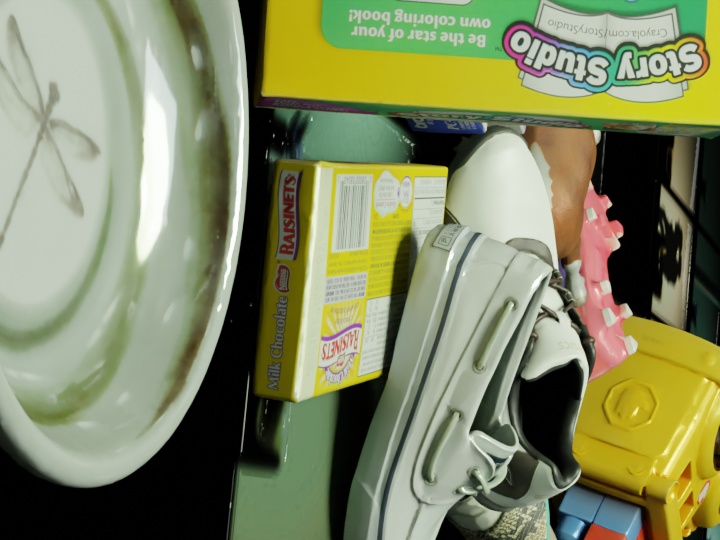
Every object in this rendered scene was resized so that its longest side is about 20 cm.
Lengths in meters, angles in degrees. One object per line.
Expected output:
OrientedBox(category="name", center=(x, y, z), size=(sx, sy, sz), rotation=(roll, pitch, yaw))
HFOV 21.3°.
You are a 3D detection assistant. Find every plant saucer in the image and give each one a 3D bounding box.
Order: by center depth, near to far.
OrientedBox(category="plant saucer", center=(-0.091, -0.037, 0.575), size=(0.200, 0.050, 0.202), rotation=(3, 90, -72))

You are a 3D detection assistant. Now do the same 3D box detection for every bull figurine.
OrientedBox(category="bull figurine", center=(0.108, -0.050, 1.159), size=(0.122, 0.065, 0.201), rotation=(66, 34, -60))

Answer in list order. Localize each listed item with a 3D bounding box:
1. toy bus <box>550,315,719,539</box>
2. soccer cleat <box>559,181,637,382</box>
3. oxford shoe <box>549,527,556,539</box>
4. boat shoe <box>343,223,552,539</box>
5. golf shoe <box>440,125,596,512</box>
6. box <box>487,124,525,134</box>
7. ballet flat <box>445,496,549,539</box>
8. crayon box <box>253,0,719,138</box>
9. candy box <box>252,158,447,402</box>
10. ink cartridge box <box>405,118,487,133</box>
OrientedBox(category="toy bus", center=(0.198, 0.160, 1.391), size=(0.193, 0.135, 0.200), rotation=(-61, 154, -27))
OrientedBox(category="soccer cleat", center=(0.132, -0.002, 1.261), size=(0.067, 0.076, 0.201), rotation=(51, 23, -35))
OrientedBox(category="oxford shoe", center=(0.112, 0.222, 1.209), size=(0.074, 0.070, 0.201), rotation=(-66, 153, -53))
OrientedBox(category="boat shoe", center=(0.042, 0.081, 0.921), size=(0.074, 0.066, 0.201), rotation=(-33, 137, -64))
OrientedBox(category="golf shoe", center=(0.087, 0.023, 0.983), size=(0.077, 0.094, 0.201), rotation=(2, 85, -35))
OrientedBox(category="box", center=(0.091, -0.171, 1.121), size=(0.039, 0.041, 0.201), rotation=(64, 35, -53))
OrientedBox(category="ballet flat", center=(0.059, 0.077, 1.052), size=(0.075, 0.068, 0.201), rotation=(-8, 95, -50))
OrientedBox(category="crayon box", center=(0.060, -0.147, 0.779), size=(0.058, 0.199, 0.174), rotation=(-166, -100, -84))
OrientedBox(category="candy box", center=(0.000, 0.000, 0.894), size=(0.200, 0.026, 0.103), rotation=(-6, 105, -72))
OrientedBox(category="ink cartridge box", center=(0.049, -0.181, 0.985), size=(0.094, 0.044, 0.201), rotation=(52, 44, -66))
